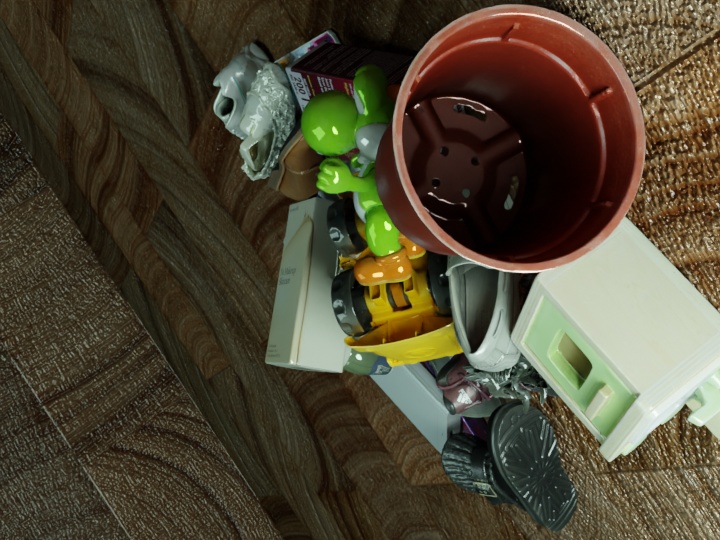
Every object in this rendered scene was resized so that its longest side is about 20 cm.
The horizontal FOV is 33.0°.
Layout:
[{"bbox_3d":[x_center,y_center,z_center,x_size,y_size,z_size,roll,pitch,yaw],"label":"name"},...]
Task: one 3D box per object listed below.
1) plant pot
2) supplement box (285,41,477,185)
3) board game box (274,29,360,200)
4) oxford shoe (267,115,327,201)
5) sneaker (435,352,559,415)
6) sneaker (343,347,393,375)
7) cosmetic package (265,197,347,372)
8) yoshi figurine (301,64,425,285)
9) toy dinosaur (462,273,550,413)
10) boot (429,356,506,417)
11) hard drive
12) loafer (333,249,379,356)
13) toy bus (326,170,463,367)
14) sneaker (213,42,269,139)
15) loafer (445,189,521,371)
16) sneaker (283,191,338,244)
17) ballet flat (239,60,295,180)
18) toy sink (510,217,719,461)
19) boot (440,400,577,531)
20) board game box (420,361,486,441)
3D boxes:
[{"bbox_3d":[0.101,-0.094,1.002,0.202,0.200,0.195,57,169,-4],"label":"plant pot"},{"bbox_3d":[0.020,-0.160,1.224,0.199,0.061,0.109,19,139,47],"label":"supplement box"},{"bbox_3d":[-0.028,-0.167,1.414,0.201,0.026,0.200,60,160,-10],"label":"board game box"},{"bbox_3d":[-0.058,-0.133,1.424,0.071,0.072,0.200,32,162,1],"label":"oxford shoe"},{"bbox_3d":[0.151,0.124,1.309,0.076,0.115,0.200,61,160,-15],"label":"sneaker"},{"bbox_3d":[0.006,0.056,1.561,0.201,0.089,0.067,-88,23,-45],"label":"sneaker"},{"bbox_3d":[-0.055,0.020,1.479,0.103,0.072,0.202,169,110,-68],"label":"cosmetic package"},{"bbox_3d":[-0.001,-0.092,1.151,0.112,0.111,0.202,29,135,55],"label":"yoshi figurine"},{"bbox_3d":[0.172,0.059,1.180,0.136,0.102,0.200,-57,44,24],"label":"toy dinosaur"},{"bbox_3d":[0.085,0.078,1.487,0.201,0.072,0.182,57,164,-23],"label":"boot"},{"bbox_3d":[0.061,0.149,1.623,0.200,0.026,0.132,46,158,30],"label":"hard drive"},{"bbox_3d":[0.000,0.000,1.395,0.067,0.076,0.202,11,112,44],"label":"loafer"},{"bbox_3d":[0.062,0.004,1.312,0.192,0.135,0.202,38,-138,-60],"label":"toy bus"},{"bbox_3d":[-0.151,-0.205,1.568,0.070,0.080,0.201,44,159,26],"label":"sneaker"},{"bbox_3d":[0.115,-0.006,1.149,0.070,0.069,0.202,24,-124,-55],"label":"loafer"},{"bbox_3d":[-0.064,-0.044,1.622,0.073,0.071,0.200,50,158,18],"label":"sneaker"},{"bbox_3d":[-0.117,-0.171,1.485,0.072,0.072,0.200,49,158,20],"label":"ballet flat"},{"bbox_3d":[0.237,0.080,1.044,0.200,0.112,0.131,50,160,18],"label":"toy sink"},{"bbox_3d":[0.159,0.217,1.450,0.157,0.079,0.212,23,147,46],"label":"boot"},{"bbox_3d":[0.118,0.187,1.623,0.201,0.032,0.120,56,156,1],"label":"board game box"}]
